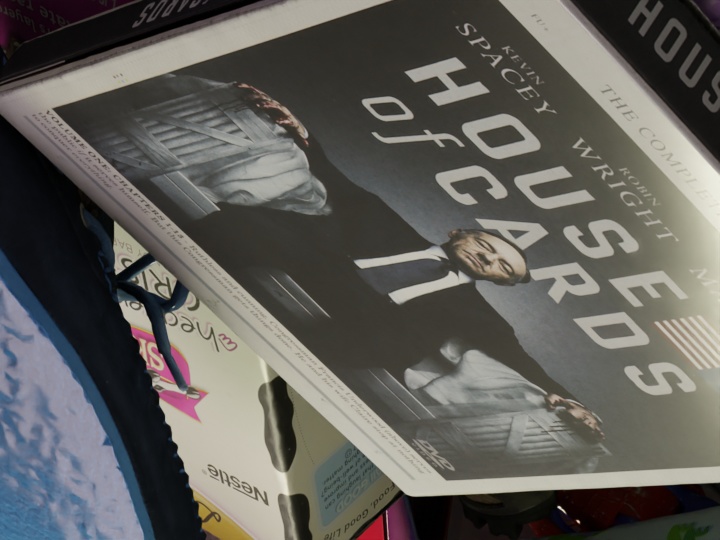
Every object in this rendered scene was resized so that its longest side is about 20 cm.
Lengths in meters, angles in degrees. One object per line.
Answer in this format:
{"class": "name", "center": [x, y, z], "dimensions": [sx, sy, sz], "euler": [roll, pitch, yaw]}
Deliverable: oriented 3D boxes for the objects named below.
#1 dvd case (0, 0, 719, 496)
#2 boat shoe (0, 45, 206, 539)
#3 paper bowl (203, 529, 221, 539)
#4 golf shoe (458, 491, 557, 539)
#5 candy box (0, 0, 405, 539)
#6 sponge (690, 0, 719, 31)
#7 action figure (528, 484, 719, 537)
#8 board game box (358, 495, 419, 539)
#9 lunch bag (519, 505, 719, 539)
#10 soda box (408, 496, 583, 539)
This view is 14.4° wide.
{"class": "dvd case", "center": [0.022, -0.008, 0.598], "dimensions": [0.150, 0.025, 0.200], "euler": [44, 154, -21]}
{"class": "boat shoe", "center": [-0.080, -0.007, 0.686], "dimensions": [0.084, 0.069, 0.201], "euler": [-5, 116, 36]}
{"class": "paper bowl", "center": [-0.039, 0.159, 0.887], "dimensions": [0.201, 0.104, 0.201], "euler": [-20, -90, -89]}
{"class": "golf shoe", "center": [0.000, 0.000, 0.903], "dimensions": [0.200, 0.078, 0.095], "euler": [26, 147, 37]}
{"class": "candy box", "center": [-0.058, -0.027, 0.754], "dimensions": [0.136, 0.061, 0.201], "euler": [26, 142, 33]}
{"class": "sponge", "center": [0.012, -0.099, 0.525], "dimensions": [0.111, 0.030, 0.200], "euler": [25, 163, 40]}
{"class": "action figure", "center": [0.098, 0.087, 0.944], "dimensions": [0.200, 0.066, 0.052], "euler": [36, 152, -3]}
{"class": "board game box", "center": [-0.016, 0.083, 1.035], "dimensions": [0.158, 0.039, 0.201], "euler": [164, 91, -79]}
{"class": "lunch bag", "center": [0.142, 0.167, 0.863], "dimensions": [0.170, 0.128, 0.200], "euler": [-14, 134, 44]}
{"class": "soda box", "center": [0.048, 0.093, 1.064], "dimensions": [0.070, 0.064, 0.200], "euler": [9, 172, -8]}
